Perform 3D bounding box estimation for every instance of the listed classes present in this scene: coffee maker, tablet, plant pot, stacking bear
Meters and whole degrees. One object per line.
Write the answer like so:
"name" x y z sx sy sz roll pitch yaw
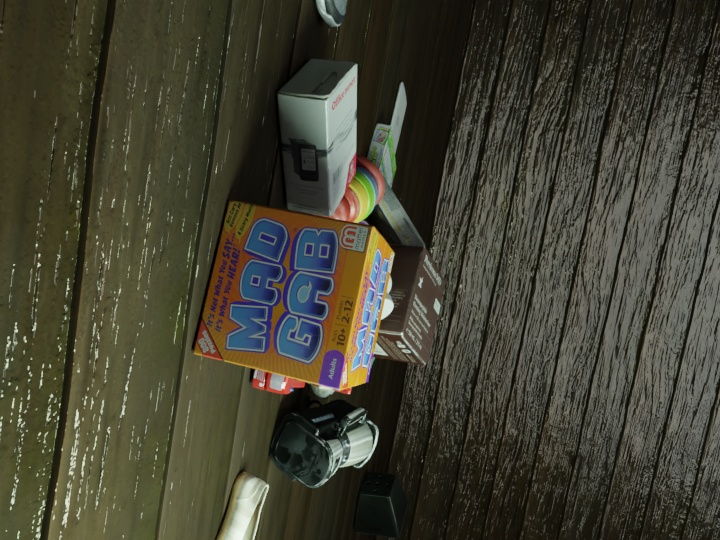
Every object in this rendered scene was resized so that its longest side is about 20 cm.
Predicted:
"coffee maker" -0.089 0.339 1.162 0.199 0.189 0.137 9 86 -61
"tablet" 0.105 -0.425 1.668 0.130 0.013 0.204 53 48 -74
"plant pot" 0.080 0.973 2.433 0.200 0.196 0.181 -53 139 -62
"stacking bear" -0.035 -0.133 1.083 0.200 0.112 0.123 -51 150 -56

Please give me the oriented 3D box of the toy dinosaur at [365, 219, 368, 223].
"toy dinosaur" -0.008 -0.150 1.284 0.107 0.059 0.202 87 18 -44

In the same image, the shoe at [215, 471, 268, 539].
"shoe" -0.200 0.438 0.938 0.070 0.052 0.203 62 41 -71

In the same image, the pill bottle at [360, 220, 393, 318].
"pill bottle" 0.000 0.000 1.137 0.105 0.102 0.202 84 -12 -54

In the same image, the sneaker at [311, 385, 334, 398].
"sneaker" -0.096 0.177 1.187 0.115 0.074 0.205 -19 112 -66

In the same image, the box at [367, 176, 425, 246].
"box" 0.073 -0.095 1.339 0.202 0.048 0.159 61 -13 19

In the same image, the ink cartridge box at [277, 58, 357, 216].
"ink cartridge box" -0.063 -0.214 0.917 0.146 0.082 0.202 -65 161 -48

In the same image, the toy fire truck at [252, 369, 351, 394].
"toy fire truck" -0.092 0.185 1.005 0.200 0.139 0.050 18 84 -78

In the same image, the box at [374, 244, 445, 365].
"box" 0.068 0.071 1.233 0.166 0.162 0.203 50 51 -51

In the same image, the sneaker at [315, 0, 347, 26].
"sneaker" -0.010 -0.465 0.864 0.076 0.112 0.202 -65 162 -45

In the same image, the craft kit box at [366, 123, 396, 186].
"craft kit box" 0.047 -0.239 1.500 0.201 0.048 0.200 72 34 -66

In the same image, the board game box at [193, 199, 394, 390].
"board game box" -0.078 0.038 0.800 0.200 0.196 0.204 35 67 -77
